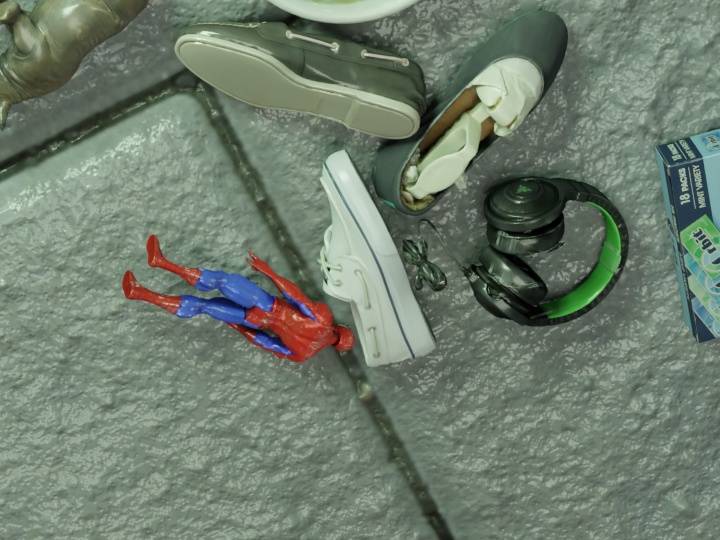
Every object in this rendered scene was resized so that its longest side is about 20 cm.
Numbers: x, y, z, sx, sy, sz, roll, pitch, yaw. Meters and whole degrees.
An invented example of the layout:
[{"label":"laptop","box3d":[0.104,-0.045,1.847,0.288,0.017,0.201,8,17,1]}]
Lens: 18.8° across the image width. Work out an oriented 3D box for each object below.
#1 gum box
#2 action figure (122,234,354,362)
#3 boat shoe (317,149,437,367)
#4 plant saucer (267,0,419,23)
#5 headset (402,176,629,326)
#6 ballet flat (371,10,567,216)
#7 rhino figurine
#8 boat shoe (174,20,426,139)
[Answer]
[{"label":"gum box","box3d":[0.353,-0.046,1.777,0.199,0.045,0.170,-16,119,-2]},{"label":"action figure","box3d":[-0.090,0.026,1.740,0.199,0.052,0.066,23,117,-25]},{"label":"boat shoe","box3d":[0.000,0.000,1.725,0.067,0.074,0.200,-24,119,1]},{"label":"plant saucer","box3d":[-0.011,-0.282,1.590,0.199,0.050,0.201,-4,118,-7]},{"label":"headset","box3d":[0.127,-0.009,1.731,0.199,0.094,0.124,3,117,-24]},{"label":"ballet flat","box3d":[0.091,-0.116,1.684,0.200,0.073,0.073,-43,116,13]},{"label":"rhino figurine","box3d":[-0.239,-0.173,1.604,0.200,0.060,0.087,-40,127,15]},{"label":"boat shoe","box3d":[-0.044,-0.156,1.656,0.199,0.057,0.067,18,149,-14]}]
